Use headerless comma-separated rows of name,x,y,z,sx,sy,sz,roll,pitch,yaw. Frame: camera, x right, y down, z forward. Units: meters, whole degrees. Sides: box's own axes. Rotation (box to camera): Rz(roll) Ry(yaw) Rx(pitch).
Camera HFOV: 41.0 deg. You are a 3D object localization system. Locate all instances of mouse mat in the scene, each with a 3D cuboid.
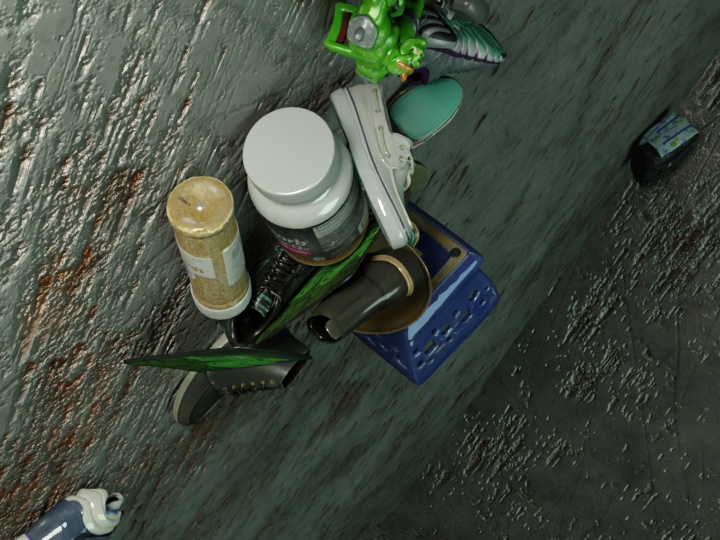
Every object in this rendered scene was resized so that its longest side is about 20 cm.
mouse mat,-0.163,0.106,1.140,0.159,0.008,0.200,-8,170,19
mouse mat,-0.045,0.007,1.153,0.199,0.008,0.161,-35,-165,39

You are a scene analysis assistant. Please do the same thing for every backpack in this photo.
backpack,0.857,-0.351,2.711,0.198,0.155,0.164,-24,156,-6

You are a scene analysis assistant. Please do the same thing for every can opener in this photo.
can opener,0.098,-0.316,1.016,0.054,0.066,0.200,-63,162,2

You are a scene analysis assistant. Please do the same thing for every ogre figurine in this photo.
ogre figurine,0.028,-0.254,0.945,0.121,0.097,0.200,-62,-167,-3

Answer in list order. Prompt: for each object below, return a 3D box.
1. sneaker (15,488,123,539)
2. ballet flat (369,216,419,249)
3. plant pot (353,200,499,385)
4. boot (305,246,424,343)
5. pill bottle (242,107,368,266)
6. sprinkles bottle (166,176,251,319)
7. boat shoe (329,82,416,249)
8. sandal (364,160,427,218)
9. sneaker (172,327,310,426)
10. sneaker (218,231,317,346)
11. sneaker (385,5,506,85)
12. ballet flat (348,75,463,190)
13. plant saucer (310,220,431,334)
sneaker,-0.363,0.359,1.259,0.146,0.080,0.201,-35,153,-27
ballet flat,0.006,-0.035,1.309,0.199,0.069,0.063,-25,-164,36
plant pot,0.073,0.021,1.457,0.200,0.200,0.180,-46,155,-11
boot,-0.030,0.038,1.135,0.138,0.078,0.200,-37,-176,-27
pill bottle,-0.058,-0.087,1.034,0.116,0.116,0.200,-47,162,-7
sprinkles bottle,-0.156,-0.019,1.013,0.068,0.068,0.201,-43,161,-20
boat shoe,0.026,-0.122,1.023,0.066,0.202,0.074,-21,159,1
sandal,0.028,-0.091,1.330,0.200,0.057,0.080,-33,156,-42
sneaker,-0.161,0.149,1.280,0.201,0.106,0.075,-52,162,7
sneaker,-0.099,0.013,1.164,0.201,0.075,0.079,-54,-163,13
sneaker,0.098,-0.261,1.157,0.088,0.075,0.199,-44,157,30
ballet flat,0.045,-0.170,1.215,0.200,0.069,0.071,-43,180,-7
plant saucer,0.000,0.000,1.268,0.201,0.198,0.036,112,-1,-45
